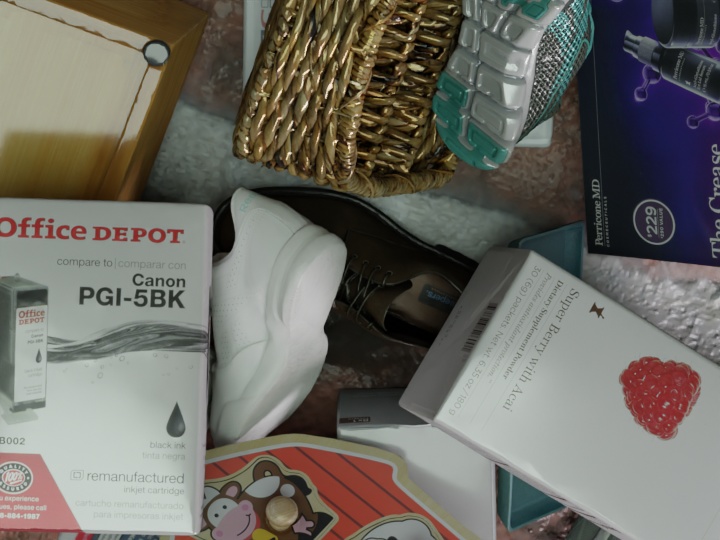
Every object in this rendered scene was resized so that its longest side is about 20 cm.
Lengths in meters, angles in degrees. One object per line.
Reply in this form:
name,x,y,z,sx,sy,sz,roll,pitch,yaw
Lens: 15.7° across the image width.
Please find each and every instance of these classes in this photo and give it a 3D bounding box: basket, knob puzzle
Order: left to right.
knob puzzle,-0.037,0.177,1.610,0.219,0.220,0.030,7,149,-3
basket,0.020,-0.145,1.580,0.149,0.143,0.200,19,106,-5

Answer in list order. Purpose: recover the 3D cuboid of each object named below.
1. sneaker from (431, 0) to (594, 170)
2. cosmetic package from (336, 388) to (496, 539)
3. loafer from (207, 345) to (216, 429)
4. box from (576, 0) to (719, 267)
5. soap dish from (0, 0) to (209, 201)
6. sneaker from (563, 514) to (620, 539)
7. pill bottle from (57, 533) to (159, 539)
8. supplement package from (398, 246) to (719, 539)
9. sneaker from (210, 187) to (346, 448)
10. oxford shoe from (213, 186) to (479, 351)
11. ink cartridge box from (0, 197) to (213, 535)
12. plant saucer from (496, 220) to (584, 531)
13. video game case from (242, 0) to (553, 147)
sneaker,0.106,-0.159,1.572,0.078,0.091,0.200,38,129,23
cosmetic package,0.038,0.180,1.731,0.107,0.090,0.200,0,104,0
loafer,-0.184,0.088,1.682,0.200,0.070,0.070,-6,107,-20
box,0.211,-0.108,1.620,0.141,0.079,0.200,7,110,37
soap dish,-0.203,-0.095,1.646,0.157,0.081,0.200,20,104,-7
sneaker,0.169,0.185,1.731,0.074,0.079,0.200,32,97,-5
pill bottle,-0.088,0.209,1.678,0.200,0.120,0.120,25,106,22
supplement package,0.146,0.086,1.611,0.200,0.120,0.121,31,86,-9
sneaker,-0.070,0.030,1.658,0.088,0.075,0.200,37,133,20
oxford shoe,0.000,0.000,1.677,0.200,0.084,0.073,18,107,-5
ink cartridge box,-0.164,0.057,1.573,0.147,0.083,0.200,1,87,-2
plant saucer,0.116,0.068,1.714,0.019,0.070,0.200,14,110,39
video game case,0.025,-0.169,1.658,0.200,0.024,0.182,1,107,-2
